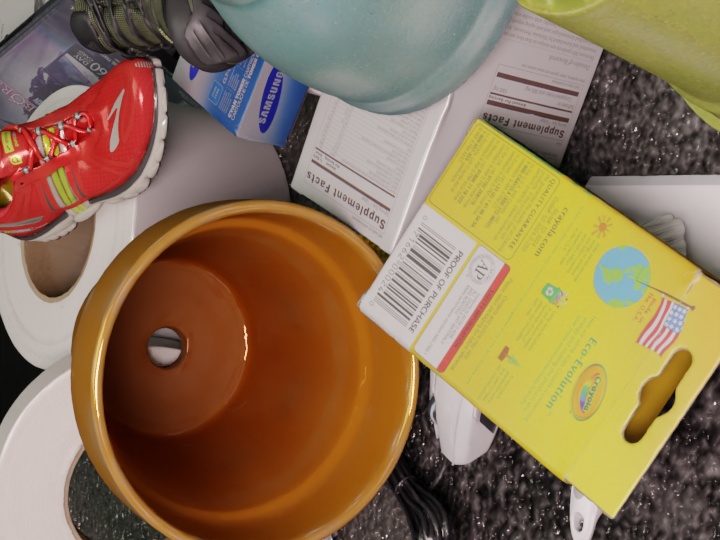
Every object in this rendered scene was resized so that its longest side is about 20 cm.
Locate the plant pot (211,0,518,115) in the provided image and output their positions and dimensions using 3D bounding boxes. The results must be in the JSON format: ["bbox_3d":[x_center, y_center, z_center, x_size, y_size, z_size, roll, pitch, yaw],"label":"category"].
[{"bbox_3d":[-0.019,-0.194,0.890,0.199,0.133,0.203,-8,79,48],"label":"plant pot"}]

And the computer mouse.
[{"bbox_3d":[0.054,0.070,0.971,0.110,0.043,0.201,-113,38,-55],"label":"computer mouse"}]

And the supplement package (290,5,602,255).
[{"bbox_3d":[0.058,-0.115,0.976,0.114,0.109,0.202,35,111,47],"label":"supplement package"}]

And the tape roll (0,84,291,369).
[{"bbox_3d":[-0.162,-0.024,1.206,0.202,0.138,0.205,-10,77,48],"label":"tape roll"}]

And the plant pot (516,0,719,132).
[{"bbox_3d":[0.163,-0.171,0.799,0.199,0.183,0.203,-10,77,50],"label":"plant pot"}]

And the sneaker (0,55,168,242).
[{"bbox_3d":[-0.197,-0.074,1.082,0.199,0.084,0.078,-36,59,38],"label":"sneaker"}]

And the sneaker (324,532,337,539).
[{"bbox_3d":[-0.029,0.189,1.070,0.114,0.075,0.202,16,92,42],"label":"sneaker"}]

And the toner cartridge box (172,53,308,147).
[{"bbox_3d":[-0.051,-0.192,1.062,0.095,0.043,0.202,42,116,46],"label":"toner cartridge box"}]

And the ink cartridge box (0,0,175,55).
[{"bbox_3d":[-0.233,-0.239,1.367,0.199,0.083,0.146,3,86,50],"label":"ink cartridge box"}]

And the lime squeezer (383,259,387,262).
[{"bbox_3d":[0.000,0.000,1.067,0.198,0.071,0.038,15,78,28],"label":"lime squeezer"}]

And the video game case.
[{"bbox_3d":[-0.222,-0.138,1.301,0.199,0.142,0.019,-26,36,45],"label":"video game case"}]

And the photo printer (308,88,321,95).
[{"bbox_3d":[-0.037,-0.218,1.137,0.200,0.069,0.168,37,112,46],"label":"photo printer"}]

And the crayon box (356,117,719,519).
[{"bbox_3d":[0.104,0.025,0.861,0.200,0.051,0.128,40,101,38],"label":"crayon box"}]

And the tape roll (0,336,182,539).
[{"bbox_3d":[-0.152,0.146,1.120,0.037,0.201,0.205,-151,73,-69],"label":"tape roll"}]

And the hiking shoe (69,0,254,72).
[{"bbox_3d":[-0.124,-0.155,1.010,0.100,0.076,0.200,-35,29,5],"label":"hiking shoe"}]

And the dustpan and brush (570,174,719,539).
[{"bbox_3d":[0.143,0.046,0.887,0.139,0.057,0.203,3,87,50],"label":"dustpan and brush"}]

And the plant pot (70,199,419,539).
[{"bbox_3d":[-0.092,0.057,1.005,0.183,0.198,0.203,7,90,64],"label":"plant pot"}]

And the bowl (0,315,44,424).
[{"bbox_3d":[-0.273,0.053,1.407,0.200,0.039,0.203,-11,76,50],"label":"bowl"}]
